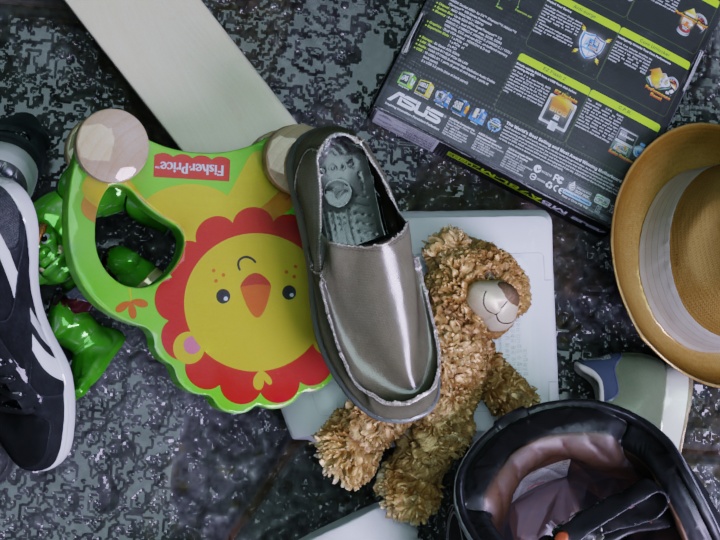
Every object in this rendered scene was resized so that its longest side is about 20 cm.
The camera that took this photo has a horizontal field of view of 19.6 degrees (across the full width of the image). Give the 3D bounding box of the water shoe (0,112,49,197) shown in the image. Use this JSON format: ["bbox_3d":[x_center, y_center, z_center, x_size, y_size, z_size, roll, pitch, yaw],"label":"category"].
[{"bbox_3d":[-0.311,-0.074,1.433,0.200,0.079,0.072,4,126,10],"label":"water shoe"}]

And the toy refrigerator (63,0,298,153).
[{"bbox_3d":[-0.131,-0.151,1.458,0.076,0.070,0.200,-39,88,-3],"label":"toy refrigerator"}]

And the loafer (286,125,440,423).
[{"bbox_3d":[0.000,0.000,1.313,0.075,0.070,0.200,-19,83,-9],"label":"loafer"}]

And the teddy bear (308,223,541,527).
[{"bbox_3d":[0.050,0.070,1.377,0.200,0.067,0.145,-43,95,-13],"label":"teddy bear"}]

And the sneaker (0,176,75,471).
[{"bbox_3d":[-0.251,0.048,1.335,0.073,0.112,0.200,-1,106,31],"label":"sneaker"}]

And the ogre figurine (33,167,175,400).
[{"bbox_3d":[-0.194,0.005,1.421,0.200,0.098,0.120,-40,104,21],"label":"ogre figurine"}]

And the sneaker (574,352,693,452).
[{"bbox_3d":[0.173,0.153,1.463,0.090,0.067,0.200,11,80,0],"label":"sneaker"}]

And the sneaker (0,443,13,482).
[{"bbox_3d":[-0.302,0.060,1.386,0.076,0.116,0.200,-33,88,-9],"label":"sneaker"}]

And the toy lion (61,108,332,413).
[{"bbox_3d":[-0.097,-0.003,1.372,0.200,0.069,0.192,4,87,-17],"label":"toy lion"}]

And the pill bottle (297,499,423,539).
[{"bbox_3d":[0.030,0.260,1.404,0.114,0.114,0.200,-24,87,-9],"label":"pill bottle"}]

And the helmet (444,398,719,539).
[{"bbox_3d":[0.148,0.199,1.334,0.200,0.200,0.191,-26,131,-9],"label":"helmet"}]

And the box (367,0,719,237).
[{"bbox_3d":[0.135,-0.152,1.502,0.200,0.048,0.193,26,79,-3],"label":"box"}]

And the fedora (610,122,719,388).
[{"bbox_3d":[0.267,-0.017,1.452,0.201,0.082,0.201,9,73,-29],"label":"fedora"}]

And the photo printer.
[{"bbox_3d":[0.035,0.041,1.453,0.200,0.069,0.166,-2,83,-7],"label":"photo printer"}]
